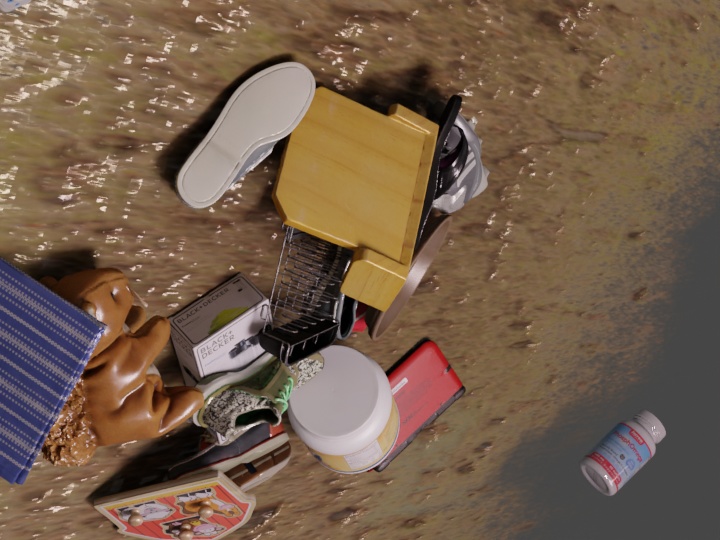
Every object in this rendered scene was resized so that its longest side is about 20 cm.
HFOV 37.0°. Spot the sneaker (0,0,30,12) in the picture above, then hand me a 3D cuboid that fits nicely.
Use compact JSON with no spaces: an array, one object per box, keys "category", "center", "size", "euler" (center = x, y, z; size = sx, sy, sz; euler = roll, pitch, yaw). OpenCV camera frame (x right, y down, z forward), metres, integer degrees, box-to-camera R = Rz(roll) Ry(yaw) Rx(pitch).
[{"category":"sneaker","center":[-0.267,-0.256,0.890],"size":[0.198,0.075,0.087],"euler":[-5,134,-37]}]

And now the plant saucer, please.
[{"category":"plant saucer","center":[0.062,0.005,1.477],"size":[0.201,0.029,0.200],"euler":[-55,171,-12]}]

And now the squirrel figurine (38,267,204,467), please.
[{"category":"squirrel figurine","center":[-0.291,0.098,1.135],"size":[0.199,0.141,0.188],"euler":[-35,137,-24]}]

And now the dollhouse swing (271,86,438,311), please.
[{"category":"dollhouse swing","center":[-0.016,-0.088,1.278],"size":[0.182,0.173,0.203],"euler":[119,-15,-69]}]

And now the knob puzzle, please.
[{"category":"knob puzzle","center":[-0.230,0.331,1.422],"size":[0.216,0.031,0.221],"euler":[-6,146,-4]}]

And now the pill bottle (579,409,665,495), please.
[{"category":"pill bottle","center":[0.610,0.417,2.493],"size":[0.199,0.109,0.109],"euler":[-40,145,-16]}]

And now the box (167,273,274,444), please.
[{"category":"box","center":[-0.165,0.114,1.357],"size":[0.116,0.060,0.202],"euler":[-32,142,-24]}]

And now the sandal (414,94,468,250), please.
[{"category":"sandal","center":[0.100,-0.120,1.343],"size":[0.047,0.076,0.203],"euler":[15,111,-5]}]

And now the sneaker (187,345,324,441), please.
[{"category":"sneaker","center":[-0.114,0.159,1.324],"size":[0.198,0.088,0.078],"euler":[-23,138,-35]}]

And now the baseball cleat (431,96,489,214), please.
[{"category":"baseball cleat","center":[0.118,-0.139,1.433],"size":[0.106,0.070,0.200],"euler":[-45,145,-7]}]

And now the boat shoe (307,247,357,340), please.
[{"category":"boat shoe","center":[0.000,0.000,1.422],"size":[0.072,0.062,0.202],"euler":[8,117,-52]}]

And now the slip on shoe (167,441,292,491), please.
[{"category":"slip on shoe","center":[-0.184,0.282,1.494],"size":[0.199,0.076,0.061],"euler":[-21,154,-42]}]

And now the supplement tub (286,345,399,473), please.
[{"category":"supplement tub","center":[-0.023,0.191,1.485],"size":[0.144,0.145,0.200],"euler":[-43,159,-10]}]

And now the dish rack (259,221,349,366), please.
[{"category":"dish rack","center":[-0.059,0.004,1.319],"size":[0.153,0.054,0.203],"euler":[-22,128,-67]}]

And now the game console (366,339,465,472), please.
[{"category":"game console","center":[0.062,0.223,1.760],"size":[0.200,0.118,0.173],"euler":[-41,114,-13]}]

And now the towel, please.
[{"category":"towel","center":[-0.354,0.099,1.074],"size":[0.202,0.144,0.024],"euler":[-58,179,13]}]

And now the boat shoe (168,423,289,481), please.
[{"category":"boat shoe","center":[-0.181,0.233,1.436],"size":[0.199,0.063,0.071],"euler":[-19,166,-45]}]

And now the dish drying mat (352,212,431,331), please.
[{"category":"dish drying mat","center":[0.031,-0.001,1.509],"size":[0.076,0.018,0.202],"euler":[12,113,-52]}]

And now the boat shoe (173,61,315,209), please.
[{"category":"boat shoe","center":[-0.128,-0.147,1.169],"size":[0.201,0.073,0.062],"euler":[-50,-170,-13]}]
